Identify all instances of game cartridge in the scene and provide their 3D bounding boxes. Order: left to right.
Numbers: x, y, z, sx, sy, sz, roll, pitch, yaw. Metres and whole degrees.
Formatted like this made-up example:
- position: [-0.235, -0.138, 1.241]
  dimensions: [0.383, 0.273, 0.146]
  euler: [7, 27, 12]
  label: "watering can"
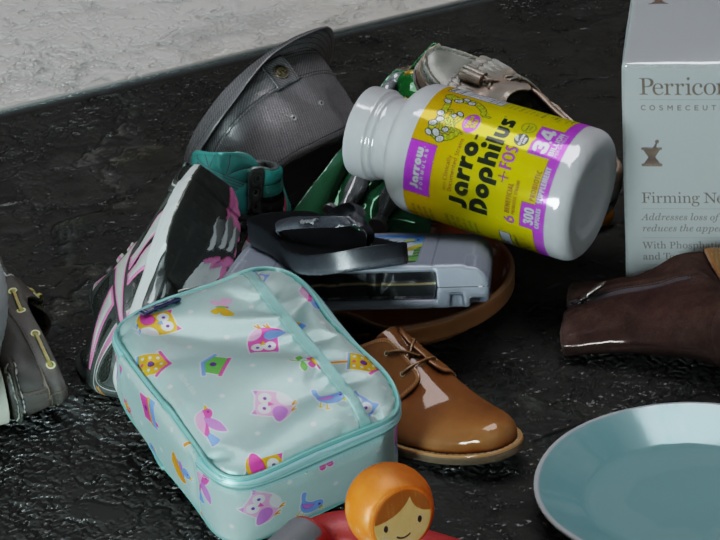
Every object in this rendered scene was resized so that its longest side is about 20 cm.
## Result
- position: [0.000, 0.000, 1.552]
  dimensions: [0.199, 0.041, 0.133]
  euler: [-1, 8, 5]
  label: "game cartridge"

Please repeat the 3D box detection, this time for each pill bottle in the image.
- position: [0.089, -0.082, 1.585]
  dimensions: [0.199, 0.105, 0.104]
  euler: [18, 33, 24]
  label: "pill bottle"

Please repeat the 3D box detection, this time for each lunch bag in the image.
- position: [-0.070, 0.082, 1.408]
  dimensions: [0.160, 0.077, 0.200]
  euler: [-22, 46, -21]
  label: "lunch bag"

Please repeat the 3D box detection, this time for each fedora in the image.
- position: [-0.061, -0.115, 1.797]
  dimensions: [0.090, 0.177, 0.200]
  euler: [41, 41, 17]
  label: "fedora"

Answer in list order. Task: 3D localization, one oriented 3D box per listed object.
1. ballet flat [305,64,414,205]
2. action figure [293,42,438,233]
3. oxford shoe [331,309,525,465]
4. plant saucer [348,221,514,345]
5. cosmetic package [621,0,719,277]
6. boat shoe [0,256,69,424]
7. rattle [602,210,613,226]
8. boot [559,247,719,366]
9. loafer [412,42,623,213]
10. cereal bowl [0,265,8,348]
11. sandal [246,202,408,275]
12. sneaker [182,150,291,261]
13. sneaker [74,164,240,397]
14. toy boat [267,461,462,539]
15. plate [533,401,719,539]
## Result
- position: [0.003, -0.107, 1.751]
  dimensions: [0.200, 0.046, 0.067]
  euler: [-50, 24, -23]
  label: "ballet flat"
- position: [0.031, -0.111, 1.701]
  dimensions: [0.118, 0.055, 0.200]
  euler: [16, 57, 12]
  label: "action figure"
- position: [0.035, 0.081, 1.445]
  dimensions: [0.071, 0.072, 0.200]
  euler: [-24, 33, -37]
  label: "oxford shoe"
- position: [0.023, 0.013, 1.630]
  dimensions: [0.199, 0.032, 0.200]
  euler: [-3, 25, 2]
  label: "plant saucer"
- position: [0.293, -0.102, 1.627]
  dimensions: [0.167, 0.201, 0.166]
  euler: [0, 26, 11]
  label: "cosmetic package"
- position: [-0.265, 0.047, 1.567]
  dimensions: [0.060, 0.072, 0.201]
  euler: [-11, 35, -11]
  label: "boat shoe"
- position: [0.098, -0.072, 1.778]
  dimensions: [0.200, 0.143, 0.131]
  euler: [-31, 49, 39]
  label: "rattle"
- position: [0.230, 0.052, 1.503]
  dimensions: [0.166, 0.073, 0.200]
  euler: [-11, 25, 15]
  label: "boot"
- position: [0.131, -0.123, 1.646]
  dimensions: [0.200, 0.063, 0.072]
  euler: [39, 64, 10]
  label: "loafer"
- position: [-0.319, 0.060, 1.468]
  dimensions: [0.200, 0.083, 0.201]
  euler: [-32, 39, 30]
  label: "cereal bowl"
- position: [-0.033, -0.030, 1.510]
  dimensions: [0.076, 0.043, 0.200]
  euler: [-9, 13, -27]
  label: "sandal"
- position: [-0.113, -0.034, 1.641]
  dimensions: [0.083, 0.121, 0.200]
  euler: [3, 27, 23]
  label: "sneaker"
- position: [-0.163, 0.006, 1.552]
  dimensions: [0.086, 0.080, 0.201]
  euler: [2, 57, 35]
  label: "sneaker"
- position: [0.021, 0.172, 1.193]
  dimensions: [0.199, 0.131, 0.130]
  euler: [12, 31, 31]
  label: "toy boat"
- position: [0.213, 0.145, 1.337]
  dimensions: [0.199, 0.026, 0.200]
  euler: [-4, 25, 2]
  label: "plate"
